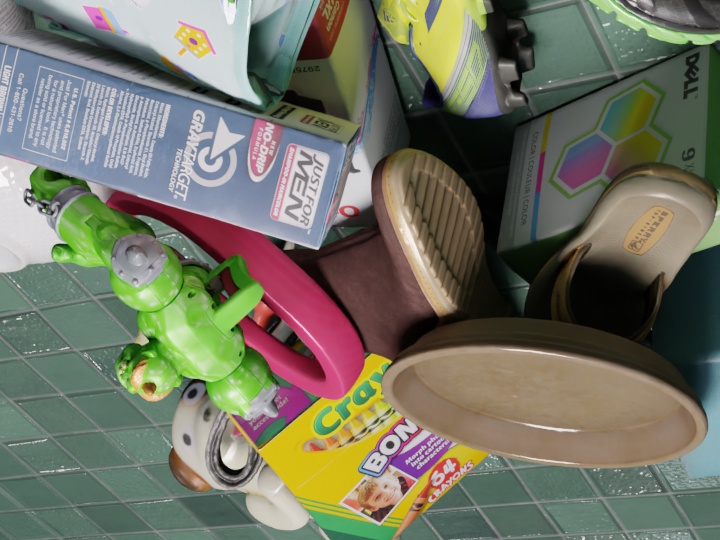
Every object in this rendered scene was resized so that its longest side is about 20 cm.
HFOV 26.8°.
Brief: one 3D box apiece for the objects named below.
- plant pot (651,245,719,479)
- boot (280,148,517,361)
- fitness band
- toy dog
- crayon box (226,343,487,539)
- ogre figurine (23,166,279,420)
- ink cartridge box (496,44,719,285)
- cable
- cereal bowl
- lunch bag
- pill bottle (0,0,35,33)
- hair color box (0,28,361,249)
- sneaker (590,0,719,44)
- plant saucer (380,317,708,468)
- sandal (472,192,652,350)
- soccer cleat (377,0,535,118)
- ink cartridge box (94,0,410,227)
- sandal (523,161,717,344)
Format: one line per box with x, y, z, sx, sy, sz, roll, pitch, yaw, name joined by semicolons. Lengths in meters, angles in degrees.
0.296;0.031;0.967;0.197;0.143;0.142;-7;141;19;plant pot
0.000;0.000;0.930;0.164;0.073;0.201;4;145;30;boot
-0.083;0.013;0.981;0.199;0.038;0.144;41;153;-6;fitness band
-0.059;0.141;1.253;0.198;0.141;0.194;20;-179;-12;toy dog
0.026;0.098;1.104;0.058;0.200;0.173;43;170;44;crayon box
-0.114;0.021;0.897;0.120;0.097;0.202;28;141;58;ogre figurine
0.180;-0.064;0.896;0.199;0.105;0.059;-21;134;38;ink cartridge box
-0.078;0.068;1.129;0.096;0.202;0.050;29;-172;-6;cable
-0.262;-0.054;1.025;0.197;0.084;0.200;10;163;3;cereal bowl
-0.098;-0.190;0.755;0.169;0.122;0.202;23;133;13;lunch bag
-0.251;-0.183;0.863;0.113;0.115;0.201;10;144;3;pill bottle
-0.104;-0.074;0.821;0.197;0.100;0.061;16;103;1;hair color box
0.143;-0.182;0.773;0.198;0.078;0.084;21;145;-15;sneaker
0.111;0.075;0.914;0.197;0.030;0.201;9;156;4;plant saucer
0.155;0.004;1.043;0.200;0.045;0.075;42;161;-14;sandal
0.040;-0.159;0.847;0.083;0.065;0.201;-1;143;22;soccer cleat
-0.062;-0.117;0.919;0.144;0.084;0.201;0;142;18;ink cartridge box
0.146;0.015;0.876;0.079;0.055;0.201;16;145;-5;sandal
